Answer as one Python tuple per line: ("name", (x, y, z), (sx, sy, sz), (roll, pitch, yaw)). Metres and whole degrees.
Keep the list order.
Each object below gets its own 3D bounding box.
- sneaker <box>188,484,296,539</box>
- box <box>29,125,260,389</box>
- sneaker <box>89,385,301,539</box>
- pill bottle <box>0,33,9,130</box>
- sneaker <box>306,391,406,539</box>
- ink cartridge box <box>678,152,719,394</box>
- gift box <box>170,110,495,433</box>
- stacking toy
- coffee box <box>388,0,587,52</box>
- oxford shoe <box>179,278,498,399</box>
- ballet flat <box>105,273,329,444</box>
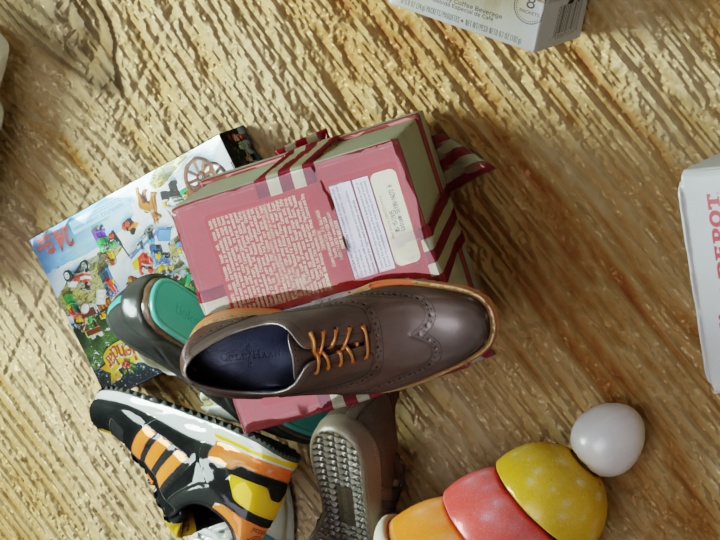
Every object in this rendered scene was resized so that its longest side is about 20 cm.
("sneaker", (-0.098, 0.217, 1.748), (0.070, 0.093, 0.200), (2, 104, 29))
("box", (-0.138, -0.004, 1.745), (0.200, 0.038, 0.137), (-27, 89, 32))
("sneaker", (-0.135, 0.144, 1.711), (0.200, 0.070, 0.090), (14, 82, 41))
("pill bottle", (-0.336, -0.091, 1.792), (0.113, 0.113, 0.200), (29, 116, 20))
("sneaker", (0.007, 0.168, 1.697), (0.070, 0.076, 0.200), (25, 136, 23))
("ink cartridge box", (0.312, -0.007, 1.460), (0.200, 0.084, 0.145), (-4, 101, 30))
("gift box", (0.000, 0.000, 1.585), (0.200, 0.187, 0.185), (-12, 98, 7))
("stacking toy", (0.121, 0.169, 1.610), (0.200, 0.146, 0.146), (-44, 79, 14))
("coffee box", (0.101, -0.255, 1.518), (0.113, 0.080, 0.200), (21, 113, 23))
("oxford shoe", (-0.014, 0.051, 1.463), (0.200, 0.073, 0.071), (-11, 98, 8))
("ballet flat", (-0.102, 0.065, 1.687), (0.068, 0.068, 0.200), (-19, 133, 41))
